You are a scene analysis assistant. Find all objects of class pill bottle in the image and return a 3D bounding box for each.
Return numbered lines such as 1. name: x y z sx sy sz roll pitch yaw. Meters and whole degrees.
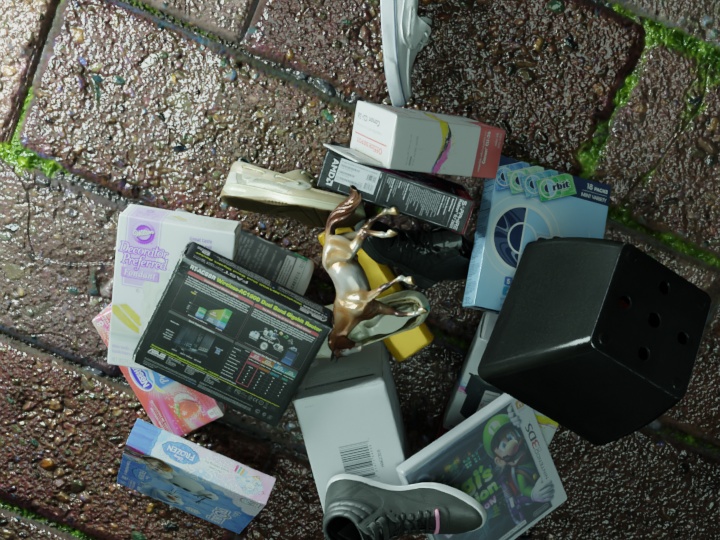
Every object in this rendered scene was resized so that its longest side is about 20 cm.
1. pill bottle: -0.172 0.000 1.199 0.199 0.113 0.114 24 101 -6

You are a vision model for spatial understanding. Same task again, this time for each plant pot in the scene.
1. plant pot: 0.291 0.074 1.059 0.199 0.177 0.201 30 69 -12

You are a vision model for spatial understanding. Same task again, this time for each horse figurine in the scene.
1. horse figurine: 0.000 0.000 1.110 0.132 0.050 0.201 -19 84 23

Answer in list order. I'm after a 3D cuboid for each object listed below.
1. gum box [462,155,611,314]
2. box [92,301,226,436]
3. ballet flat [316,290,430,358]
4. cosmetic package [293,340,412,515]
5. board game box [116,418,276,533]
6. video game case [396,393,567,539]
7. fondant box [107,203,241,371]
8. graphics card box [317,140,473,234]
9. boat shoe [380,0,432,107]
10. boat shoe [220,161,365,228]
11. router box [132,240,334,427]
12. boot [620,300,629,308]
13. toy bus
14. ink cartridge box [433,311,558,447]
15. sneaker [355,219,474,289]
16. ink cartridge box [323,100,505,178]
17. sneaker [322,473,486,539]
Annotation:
1. gum box: 0.235 -0.033 1.182 0.169 0.045 0.201 12 83 -15
2. box: -0.268 0.119 1.232 0.094 0.103 0.201 -26 103 7
3. ballet flat: -0.005 0.073 1.156 0.199 0.069 0.070 -19 102 1
4. cosmetic package: -0.003 0.217 1.203 0.122 0.200 0.200 -13 102 5
5. board game box: -0.233 0.290 1.234 0.198 0.200 0.044 24 59 -5
6. video game case: 0.161 0.275 1.147 0.199 0.023 0.183 -30 109 -18
7. fondant box: -0.235 0.029 1.122 0.143 0.058 0.201 9 107 -2
8. graphics card box: 0.044 -0.111 1.169 0.199 0.126 0.051 17 105 -4
9. boat shoe: 0.060 -0.314 1.151 0.065 0.074 0.201 -3 104 5
10. boat shoe: -0.086 -0.105 1.186 0.199 0.072 0.065 11 72 14
11. router box: -0.152 0.077 1.074 0.199 0.062 0.150 27 106 -10
12. boot: 0.289 0.062 1.239 0.200 0.072 0.144 -41 98 12
13. toy bus: 0.020 0.022 1.222 0.065 0.078 0.200 -32 101 6
14. ink cartridge box: 0.200 0.178 1.222 0.145 0.083 0.201 20 117 6
15. sneaker: 0.091 -0.033 1.189 0.104 0.060 0.200 -29 138 28
16. ink cartridge box: 0.066 -0.167 1.125 0.199 0.116 0.068 2 107 -27
17. sneaker: 0.046 0.301 1.052 0.199 0.099 0.071 6 115 11
